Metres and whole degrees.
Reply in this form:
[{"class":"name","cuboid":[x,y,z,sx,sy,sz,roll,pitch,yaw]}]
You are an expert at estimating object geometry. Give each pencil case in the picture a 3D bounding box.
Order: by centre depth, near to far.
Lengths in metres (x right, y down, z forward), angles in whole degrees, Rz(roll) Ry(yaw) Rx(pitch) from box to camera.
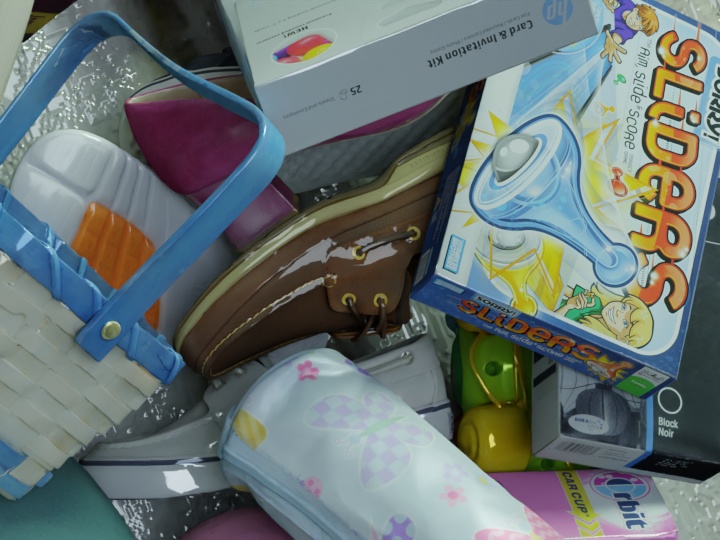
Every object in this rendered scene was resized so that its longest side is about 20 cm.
[{"class":"pencil case","cuboid":[0.022,0.122,0.958,0.090,0.084,0.200,-29,54,-30]}]

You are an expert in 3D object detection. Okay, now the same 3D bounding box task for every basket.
[{"class":"basket","cuboid":[-0.138,-0.015,0.919,0.200,0.176,0.139,-48,129,-8]}]

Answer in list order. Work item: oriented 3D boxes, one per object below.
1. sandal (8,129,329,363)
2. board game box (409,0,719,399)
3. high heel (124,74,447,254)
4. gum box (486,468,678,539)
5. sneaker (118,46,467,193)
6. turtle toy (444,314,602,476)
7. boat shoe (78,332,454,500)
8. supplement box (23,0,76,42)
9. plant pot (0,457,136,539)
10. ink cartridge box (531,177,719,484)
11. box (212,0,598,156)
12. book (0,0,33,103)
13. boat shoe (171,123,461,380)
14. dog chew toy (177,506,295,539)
[{"class":"sandal","cuboid":[-0.106,-0.003,1.074,0.206,0.059,0.079,35,90,-34]},{"class":"board game box","cuboid":[0.112,-0.053,1.037,0.134,0.034,0.202,22,63,-13]},{"class":"high heel","cuboid":[-0.018,-0.104,1.021,0.200,0.067,0.096,-38,106,9]},{"class":"gum box","cuboid":[0.093,0.206,1.071,0.112,0.066,0.202,-1,115,-8]},{"class":"sneaker","cuboid":[-0.030,-0.090,1.102,0.198,0.080,0.079,-3,130,-8]},{"class":"turtle toy","cuboid":[0.105,0.076,1.122,0.144,0.101,0.202,0,84,-22]},{"class":"boat shoe","cuboid":[-0.051,0.074,1.064,0.198,0.072,0.066,-10,90,-6]},{"class":"supplement box","cuboid":[-0.242,-0.177,0.994,0.198,0.131,0.104,3,85,-20]},{"class":"plant pot","cuboid":[-0.179,0.156,0.969,0.198,0.200,0.136,12,56,-20]},{"class":"ink cartridge box","cuboid":[0.139,0.004,1.068,0.099,0.039,0.202,10,65,-17]},{"class":"box","cuboid":[0.010,-0.135,0.986,0.155,0.200,0.041,-21,117,-3]},{"class":"book","cuboid":[-0.244,-0.088,0.853,0.198,0.048,0.135,19,85,18]},{"class":"boat shoe","cuboid":[0.000,0.000,1.035,0.199,0.072,0.068,-31,74,-15]},{"class":"dog chew toy","cuboid":[-0.032,0.194,0.998,0.123,0.200,0.126,-7,107,-22]}]
